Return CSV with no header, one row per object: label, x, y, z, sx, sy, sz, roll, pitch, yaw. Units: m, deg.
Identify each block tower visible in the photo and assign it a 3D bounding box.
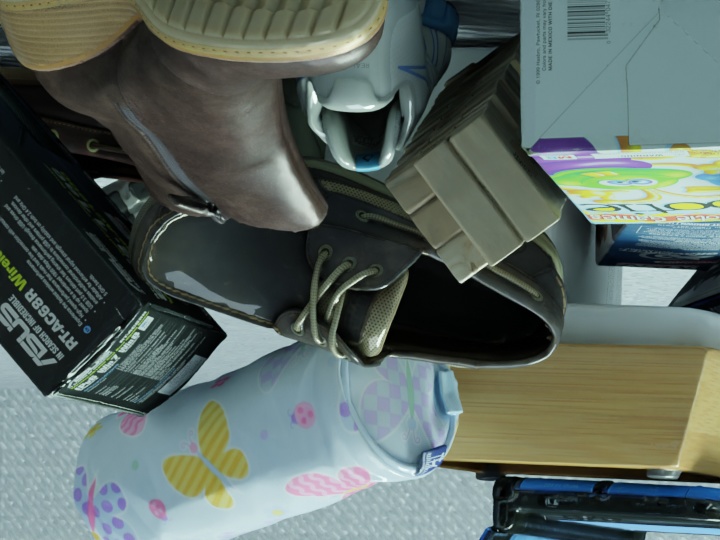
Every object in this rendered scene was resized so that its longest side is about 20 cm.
block tower,0.060,-0.055,1.149,0.054,0.058,0.200,-35,-174,17

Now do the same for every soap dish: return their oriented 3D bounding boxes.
soap dish,0.107,0.064,1.323,0.199,0.082,0.157,0,172,28

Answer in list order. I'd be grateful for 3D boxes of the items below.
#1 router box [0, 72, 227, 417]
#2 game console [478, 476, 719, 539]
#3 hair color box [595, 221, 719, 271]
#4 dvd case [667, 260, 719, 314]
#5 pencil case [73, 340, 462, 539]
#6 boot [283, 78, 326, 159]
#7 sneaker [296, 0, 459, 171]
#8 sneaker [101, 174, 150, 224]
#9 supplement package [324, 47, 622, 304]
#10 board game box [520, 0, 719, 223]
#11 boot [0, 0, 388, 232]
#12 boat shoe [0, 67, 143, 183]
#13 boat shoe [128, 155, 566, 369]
router box,-0.161,-0.028,1.223,0.062,0.200,0.150,-43,168,5
game console,0.129,0.169,1.351,0.170,0.119,0.200,1,173,25
hair color box,0.146,-0.060,1.243,0.060,0.101,0.200,2,173,1
dvd case,0.227,-0.040,1.293,0.025,0.150,0.200,41,169,-4
pencil case,-0.046,0.082,1.280,0.199,0.084,0.091,-23,176,37
boot,-0.065,-0.051,1.189,0.077,0.139,0.200,-3,171,33
sneaker,0.001,-0.083,1.138,0.075,0.087,0.200,-2,174,9
sneaker,-0.092,-0.031,1.429,0.199,0.075,0.084,-25,-164,-30
supplement package,0.061,-0.038,1.360,0.121,0.121,0.200,1,174,15
board game box,0.127,-0.082,1.037,0.102,0.106,0.200,-1,174,12
boot,-0.044,-0.074,1.040,0.199,0.073,0.167,13,153,36
boat shoe,-0.159,-0.069,1.352,0.199,0.071,0.070,-1,174,28
boat shoe,0.000,0.000,1.158,0.199,0.075,0.073,6,-154,-14
